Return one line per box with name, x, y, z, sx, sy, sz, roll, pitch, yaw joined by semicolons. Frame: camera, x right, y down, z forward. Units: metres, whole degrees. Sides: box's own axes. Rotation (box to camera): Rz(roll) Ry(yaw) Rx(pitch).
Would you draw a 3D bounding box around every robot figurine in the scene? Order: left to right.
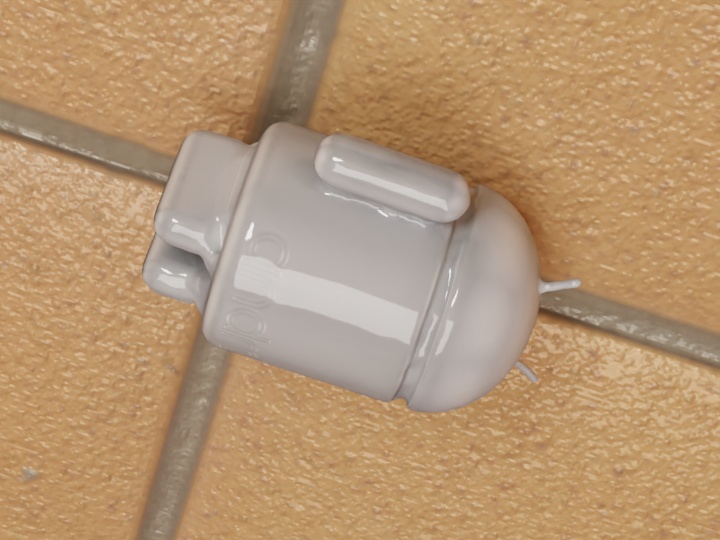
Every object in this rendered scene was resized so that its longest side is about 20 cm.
robot figurine;0.000;0.000;1.015;0.200;0.113;0.170;17;146;-1
